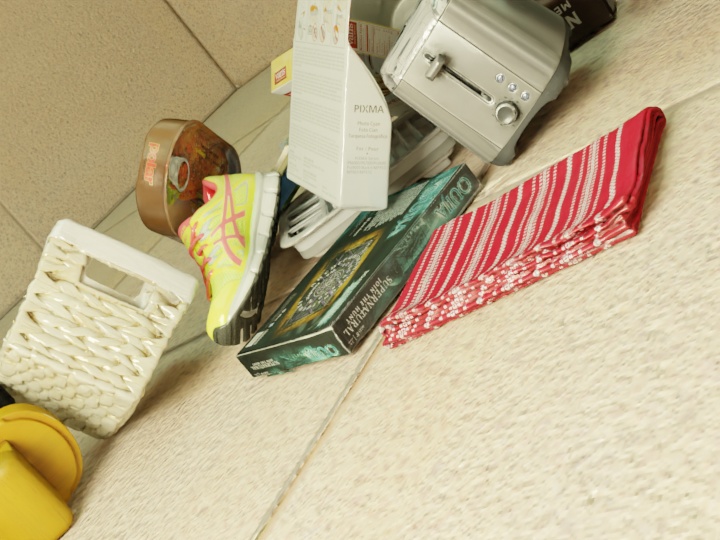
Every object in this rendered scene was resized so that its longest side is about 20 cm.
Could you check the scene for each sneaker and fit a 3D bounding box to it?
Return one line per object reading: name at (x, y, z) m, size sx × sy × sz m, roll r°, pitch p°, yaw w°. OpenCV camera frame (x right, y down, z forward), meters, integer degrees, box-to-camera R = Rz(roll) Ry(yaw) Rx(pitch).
sneaker at (-0.127, -0.014, 0.964) m, size 0.079 × 0.089 × 0.201 m, roll 101°, pitch 176°, yaw -46°

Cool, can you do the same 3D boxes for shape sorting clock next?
shape sorting clock at (-0.105, -0.067, 1.136) m, size 0.201 × 0.039 × 0.200 m, roll -57°, pitch 3°, yaw 5°

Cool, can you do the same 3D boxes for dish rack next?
dish rack at (0.010, -0.085, 1.016) m, size 0.200 × 0.044 × 0.172 m, roll -39°, pitch 15°, yaw 6°

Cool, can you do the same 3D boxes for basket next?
basket at (-0.245, 0.063, 0.943) m, size 0.200 × 0.135 × 0.124 m, roll -41°, pitch 27°, yaw 61°

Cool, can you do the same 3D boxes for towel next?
towel at (0.105, -0.030, 0.682) m, size 0.199 × 0.023 × 0.145 m, roll -29°, pitch 18°, yaw 36°

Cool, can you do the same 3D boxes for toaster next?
toaster at (0.099, -0.183, 0.876) m, size 0.114 × 0.129 × 0.200 m, roll -54°, pitch 7°, yaw 31°

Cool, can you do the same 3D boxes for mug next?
mug at (0.066, -0.307, 1.316) m, size 0.133 × 0.178 × 0.200 m, roll -39°, pitch -10°, yaw 17°

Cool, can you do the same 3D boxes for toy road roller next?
toy road roller at (-0.326, 0.200, 0.880) m, size 0.200 × 0.123 × 0.146 m, roll -44°, pitch 27°, yaw -15°

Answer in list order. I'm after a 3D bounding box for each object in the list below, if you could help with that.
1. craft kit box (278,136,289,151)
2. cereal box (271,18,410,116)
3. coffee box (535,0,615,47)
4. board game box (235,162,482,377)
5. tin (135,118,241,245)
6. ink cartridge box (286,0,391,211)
craft kit box at (-0.018, -0.206, 1.421) m, size 0.197 × 0.049 × 0.200 m, roll -42°, pitch 15°, yaw 2°
cereal box at (0.027, -0.198, 1.060) m, size 0.199 × 0.040 × 0.144 m, roll 4°, pitch -10°, yaw -31°
coffee box at (0.144, -0.301, 1.003) m, size 0.113 × 0.200 × 0.080 m, roll -32°, pitch 14°, yaw 27°
board game box at (0.000, 0.000, 0.829) m, size 0.135 × 0.028 × 0.200 m, roll -19°, pitch 25°, yaw 52°
tin at (-0.166, -0.081, 1.034) m, size 0.041 × 0.113 × 0.200 m, roll 4°, pitch -7°, yaw 12°
ink cartridge box at (-0.017, -0.164, 0.901) m, size 0.047 × 0.202 × 0.160 m, roll 0°, pitch 14°, yaw -20°
